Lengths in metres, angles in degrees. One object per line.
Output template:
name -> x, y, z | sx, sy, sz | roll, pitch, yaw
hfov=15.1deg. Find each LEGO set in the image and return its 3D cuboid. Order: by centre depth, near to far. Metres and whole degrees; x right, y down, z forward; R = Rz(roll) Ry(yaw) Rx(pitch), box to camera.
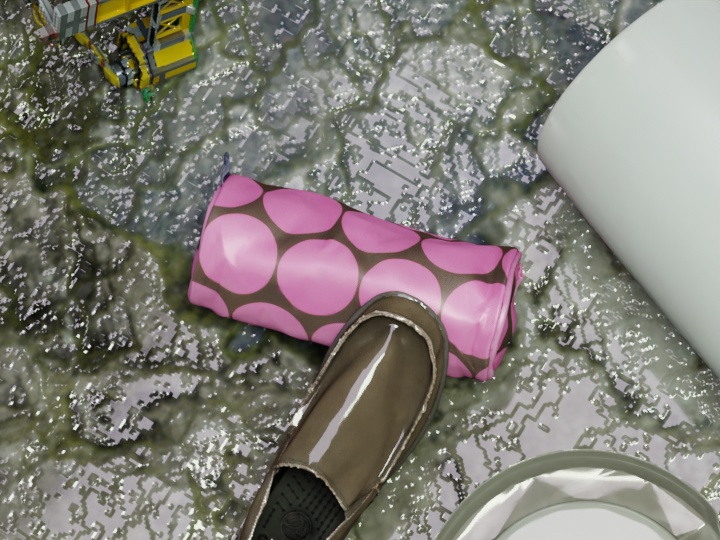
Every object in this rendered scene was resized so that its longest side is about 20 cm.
LEGO set -> -0.183, -0.196, 1.665 | 0.115, 0.154, 0.201 | -23, 79, -19

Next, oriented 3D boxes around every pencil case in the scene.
pencil case -> 0.000, 0.000, 1.625 | 0.199, 0.091, 0.094 | 17, 32, 9

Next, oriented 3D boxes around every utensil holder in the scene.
utensil holder -> 0.221, -0.043, 1.570 | 0.170, 0.170, 0.200 | -38, 71, -6

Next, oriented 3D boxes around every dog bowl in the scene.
dog bowl -> 0.130, 0.207, 1.560 | 0.199, 0.059, 0.201 | -2, 73, 6

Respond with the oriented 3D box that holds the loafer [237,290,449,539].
loafer -> -0.010, 0.108, 1.566 | 0.073, 0.071, 0.201 | 26, 101, 3
